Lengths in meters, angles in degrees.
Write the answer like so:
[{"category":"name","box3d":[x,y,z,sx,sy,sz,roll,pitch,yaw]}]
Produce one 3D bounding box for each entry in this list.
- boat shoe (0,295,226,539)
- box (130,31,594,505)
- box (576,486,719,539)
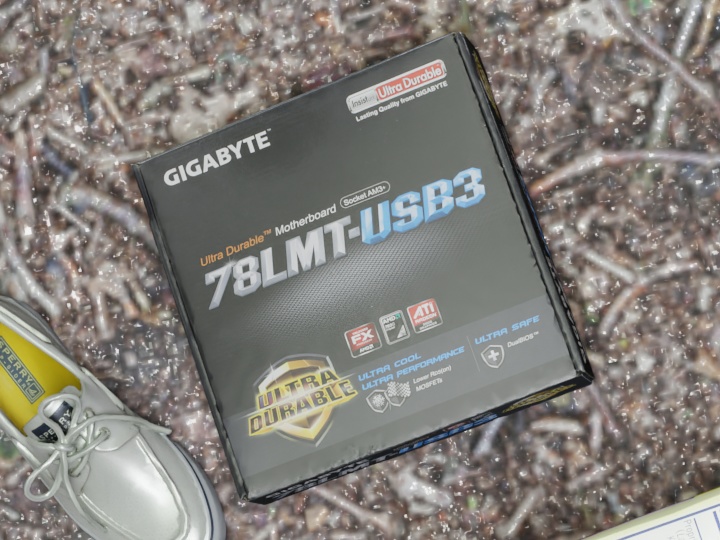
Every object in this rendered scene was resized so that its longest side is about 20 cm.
[{"category":"boat shoe","box3d":[-0.156,0.085,1.566,0.075,0.086,0.202,-43,75,5]},{"category":"box","box3d":[0.000,0.000,1.560,0.199,0.050,0.199,-21,80,10]},{"category":"box","box3d":[0.129,0.181,1.438,0.199,0.176,0.097,-20,79,11]}]
